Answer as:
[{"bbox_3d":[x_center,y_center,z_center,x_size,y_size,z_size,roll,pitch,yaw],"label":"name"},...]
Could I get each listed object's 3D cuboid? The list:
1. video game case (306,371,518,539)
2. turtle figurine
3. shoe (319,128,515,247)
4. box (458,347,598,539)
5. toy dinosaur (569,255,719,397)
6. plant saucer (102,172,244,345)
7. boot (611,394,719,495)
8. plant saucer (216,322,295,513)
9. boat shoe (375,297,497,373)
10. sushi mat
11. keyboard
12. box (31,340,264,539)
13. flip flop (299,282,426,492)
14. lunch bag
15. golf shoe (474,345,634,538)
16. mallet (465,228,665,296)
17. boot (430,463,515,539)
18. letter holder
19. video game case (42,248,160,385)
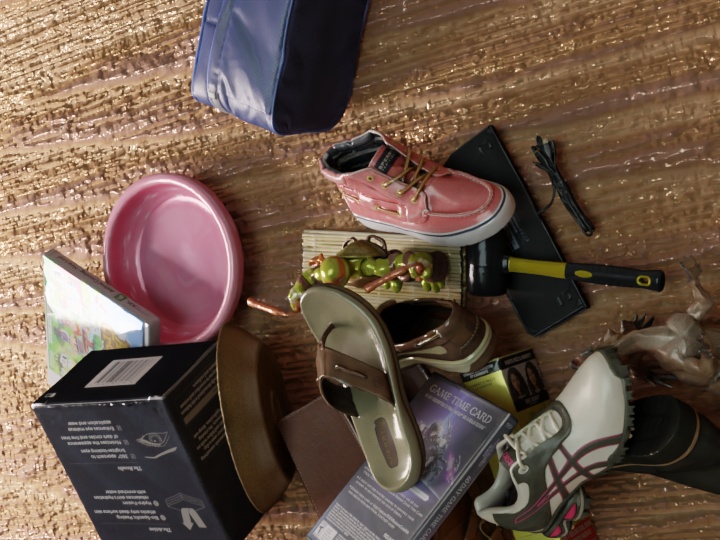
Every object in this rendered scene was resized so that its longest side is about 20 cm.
[{"bbox_3d":[0.044,0.192,1.229,0.200,0.019,0.143,-51,26,-8],"label":"video game case"},{"bbox_3d":[0.000,0.000,1.299,0.199,0.161,0.065,-16,82,34],"label":"turtle figurine"},{"bbox_3d":[0.049,-0.080,1.291,0.200,0.091,0.072,9,61,45],"label":"shoe"},{"bbox_3d":[0.160,0.179,1.282,0.050,0.075,0.201,-22,82,34],"label":"box"},{"bbox_3d":[0.297,0.078,1.169,0.199,0.086,0.136,28,148,4],"label":"toy dinosaur"},{"bbox_3d":[-0.204,-0.010,1.522,0.200,0.051,0.202,5,98,33],"label":"plant saucer"},{"bbox_3d":[0.273,0.168,1.207,0.078,0.138,0.200,-67,18,-9],"label":"boot"},{"bbox_3d":[-0.102,0.149,1.402,0.035,0.200,0.201,-13,88,8],"label":"plant saucer"},{"bbox_3d":[0.039,0.053,1.310,0.202,0.075,0.075,-6,51,45],"label":"boat shoe"},{"bbox_3d":[0.021,0.009,1.393,0.199,0.012,0.096,4,97,34],"label":"sushi mat"},{"bbox_3d":[0.163,-0.049,1.285,0.127,0.021,0.201,-35,77,39],"label":"keyboard"},{"bbox_3d":[-0.219,0.193,1.476,0.196,0.117,0.201,-6,116,34],"label":"box"},{"bbox_3d":[-0.005,0.105,1.203,0.081,0.057,0.201,-26,82,46],"label":"flip flop"},{"bbox_3d":[-0.086,-0.246,1.361,0.132,0.136,0.201,22,107,30],"label":"lunch bag"},{"bbox_3d":[0.169,0.151,1.154,0.077,0.088,0.201,-116,38,-52],"label":"golf shoe"},{"bbox_3d":[0.183,0.009,1.246,0.199,0.041,0.066,15,107,33],"label":"mallet"},{"bbox_3d":[0.112,0.277,1.288,0.074,0.154,0.201,-26,91,60],"label":"boot"},{"bbox_3d":[0.031,0.206,1.358,0.142,0.100,0.201,-32,78,31],"label":"letter holder"},{"bbox_3d":[-0.304,0.096,1.581,0.182,0.022,0.201,30,131,28],"label":"video game case"}]
